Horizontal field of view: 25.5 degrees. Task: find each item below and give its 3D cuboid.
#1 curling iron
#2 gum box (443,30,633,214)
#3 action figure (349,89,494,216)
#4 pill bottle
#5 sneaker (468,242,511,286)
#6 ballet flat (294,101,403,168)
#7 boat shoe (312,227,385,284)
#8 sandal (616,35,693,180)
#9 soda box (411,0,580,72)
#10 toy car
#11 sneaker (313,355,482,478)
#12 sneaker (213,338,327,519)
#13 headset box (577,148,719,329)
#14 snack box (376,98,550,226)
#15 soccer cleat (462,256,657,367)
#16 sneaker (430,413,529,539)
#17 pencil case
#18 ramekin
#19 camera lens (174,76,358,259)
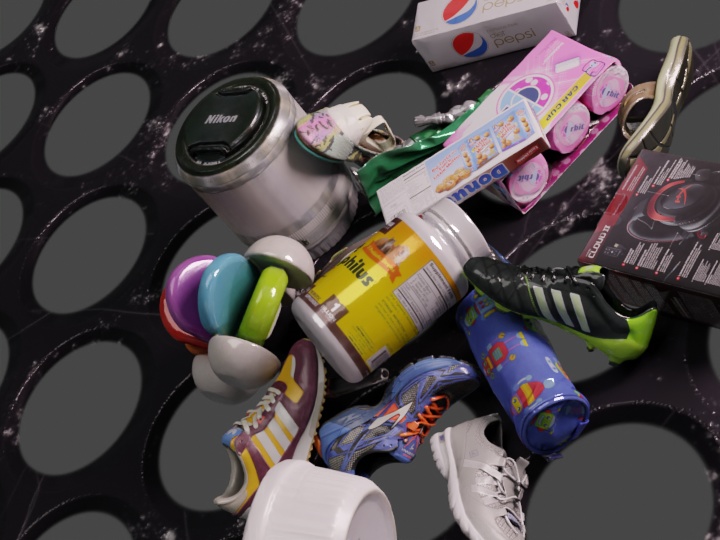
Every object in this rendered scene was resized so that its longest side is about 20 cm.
[{"bbox_3d":[-0.032,0.117,1.720,0.025,0.050,0.200,-17,5,-32],"label":"curling iron"},{"bbox_3d":[0.206,-0.174,1.806,0.200,0.066,0.113,-47,42,-5],"label":"gum box"},{"bbox_3d":[0.083,-0.150,1.860,0.200,0.118,0.055,-32,69,-4],"label":"action figure"},{"bbox_3d":[0.034,0.016,1.642,0.200,0.109,0.109,-39,42,-8],"label":"pill bottle"},{"bbox_3d":[0.101,-0.010,1.753,0.077,0.076,0.200,-53,34,-4],"label":"sneaker"},{"bbox_3d":[-0.006,-0.159,1.858,0.071,0.200,0.069,-38,68,18],"label":"ballet flat"},{"bbox_3d":[0.000,0.000,1.775,0.200,0.072,0.060,-43,26,42],"label":"boat shoe"},{"bbox_3d":[0.311,-0.173,1.720,0.057,0.080,0.201,12,53,21],"label":"sandal"},{"bbox_3d":[0.165,-0.308,1.948,0.199,0.064,0.068,-11,50,29],"label":"soda box"},{"bbox_3d":[-0.151,0.043,1.789,0.176,0.149,0.200,-69,10,-21],"label":"toy car"},{"bbox_3d":[0.047,0.162,1.656,0.200,0.075,0.079,-37,51,17],"label":"sneaker"},{"bbox_3d":[-0.097,0.165,1.683,0.075,0.090,0.201,166,117,-70],"label":"sneaker"},{"bbox_3d":[0.327,-0.033,1.599,0.200,0.075,0.149,15,66,42],"label":"headset box"},{"bbox_3d":[0.111,-0.111,1.757,0.200,0.024,0.072,-31,41,14],"label":"snack box"},{"bbox_3d":[0.200,0.021,1.585,0.081,0.199,0.068,-68,-8,24],"label":"soccer cleat"},{"bbox_3d":[0.130,0.212,1.541,0.082,0.075,0.200,-34,43,10],"label":"sneaker"},{"bbox_3d":[0.166,0.097,1.607,0.078,0.087,0.200,-55,36,24],"label":"pencil case"},{"bbox_3d":[-0.034,0.283,1.522,0.094,0.203,0.203,1,56,21],"label":"ramekin"},{"bbox_3d":[-0.112,-0.120,1.893,0.159,0.200,0.160,-19,47,22],"label":"camera lens"}]
